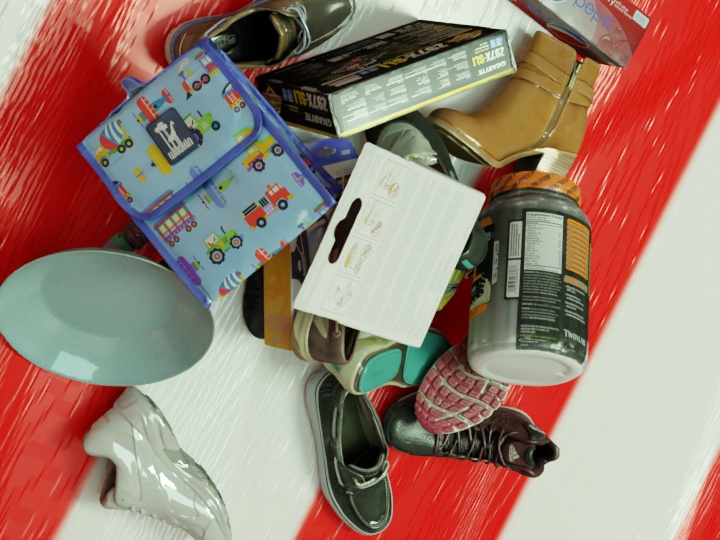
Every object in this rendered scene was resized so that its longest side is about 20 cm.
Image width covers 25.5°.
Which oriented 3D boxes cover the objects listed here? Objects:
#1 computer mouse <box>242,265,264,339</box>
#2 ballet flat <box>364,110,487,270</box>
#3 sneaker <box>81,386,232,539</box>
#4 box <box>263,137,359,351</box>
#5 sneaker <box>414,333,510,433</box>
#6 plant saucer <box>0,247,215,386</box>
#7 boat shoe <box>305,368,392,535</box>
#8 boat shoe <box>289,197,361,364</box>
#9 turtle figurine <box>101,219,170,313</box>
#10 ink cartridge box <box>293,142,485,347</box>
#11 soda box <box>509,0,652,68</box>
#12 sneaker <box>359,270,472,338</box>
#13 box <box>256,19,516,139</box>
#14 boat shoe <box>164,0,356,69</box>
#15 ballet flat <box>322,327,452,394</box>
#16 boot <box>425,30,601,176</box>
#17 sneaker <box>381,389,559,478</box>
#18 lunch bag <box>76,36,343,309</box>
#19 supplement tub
[{"bbox_3d":[-0.076,-0.027,1.581,0.059,0.034,0.200,6,99,-29],"label":"computer mouse"},{"bbox_3d":[0.063,-0.091,1.571,0.068,0.068,0.200,-35,83,14],"label":"ballet flat"},{"bbox_3d":[-0.203,0.211,1.555,0.099,0.078,0.200,-36,110,-7],"label":"sneaker"},{"bbox_3d":[-0.046,-0.032,1.569,0.119,0.041,0.200,-17,110,-52],"label":"box"},{"bbox_3d":[0.135,0.101,1.690,0.081,0.075,0.200,42,69,9],"label":"sneaker"},{"bbox_3d":[-0.232,0.034,1.457,0.201,0.039,0.201,0,140,0],"label":"plant saucer"},{"bbox_3d":[-0.006,0.198,1.654,0.072,0.071,0.200,-29,115,-21],"label":"boat shoe"},{"bbox_3d":[0.000,0.000,1.544,0.072,0.072,0.200,47,60,-50],"label":"boat shoe"},{"bbox_3d":[-0.156,-0.062,1.490,0.150,0.101,0.200,36,96,-16],"label":"turtle figurine"},{"bbox_3d":[0.018,-0.026,1.449,0.200,0.057,0.163,20,95,-48],"label":"ink cartridge box"},{"bbox_3d":[0.207,-0.289,1.653,0.200,0.070,0.063,31,87,-32],"label":"soda box"},{"bbox_3d":[0.059,0.017,1.622,0.200,0.075,0.077,-39,124,-35],"label":"sneaker"},{"bbox_3d":[0.022,-0.187,1.522,0.200,0.160,0.049,-23,113,-24],"label":"box"},{"bbox_3d":[-0.082,-0.224,1.506,0.200,0.072,0.072,-25,114,-22],"label":"boat shoe"},{"bbox_3d":[0.025,0.086,1.640,0.200,0.069,0.070,0,104,-59],"label":"ballet flat"},{"bbox_3d":[0.163,-0.177,1.653,0.200,0.077,0.155,21,91,-31],"label":"boot"},{"bbox_3d":[0.129,0.178,1.699,0.200,0.115,0.076,6,100,-31],"label":"sneaker"},{"bbox_3d":[-0.138,-0.095,1.399,0.151,0.094,0.200,-39,96,9],"label":"lunch bag"},{"bbox_3d":[0.174,0.008,1.625,0.122,0.122,0.200,20,64,-31],"label":"supplement tub"}]
